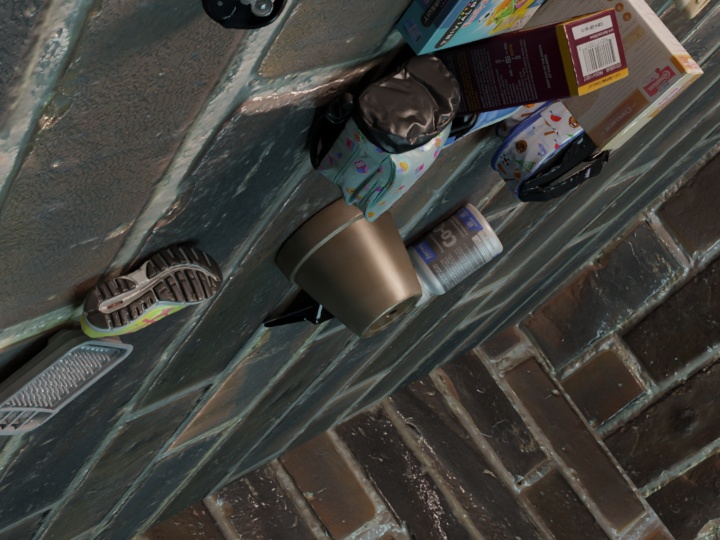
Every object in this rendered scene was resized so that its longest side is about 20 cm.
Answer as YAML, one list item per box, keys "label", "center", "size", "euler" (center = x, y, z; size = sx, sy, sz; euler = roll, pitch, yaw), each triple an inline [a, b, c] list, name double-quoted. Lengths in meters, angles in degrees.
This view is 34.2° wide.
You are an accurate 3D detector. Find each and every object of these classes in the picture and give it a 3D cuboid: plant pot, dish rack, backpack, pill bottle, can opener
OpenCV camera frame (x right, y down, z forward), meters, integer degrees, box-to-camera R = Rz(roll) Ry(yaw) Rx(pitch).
- label: "plant pot"
  center: [0.000, 0.000, 1.778]
  size: [0.200, 0.174, 0.200]
  euler: [-34, 166, -10]
- label: "dish rack"
  center: [-0.406, 0.140, 1.523]
  size: [0.200, 0.044, 0.172]
  euler: [-37, 166, 6]
- label: "backpack"
  center: [0.296, -0.206, 1.854]
  size: [0.190, 0.154, 0.200]
  euler: [-43, 162, -6]
- label: "pill bottle"
  center: [0.159, -0.026, 2.218]
  size: [0.200, 0.114, 0.114]
  euler: [-36, 167, 0]
- label: "backpack"
  center: [0.025, -0.153, 1.408]
  size: [0.167, 0.127, 0.200]
  euler: [-31, 170, -33]
- label: "can opener"
  center: [-0.053, -0.275, 0.964]
  size: [0.200, 0.079, 0.063]
  euler: [-42, 127, 14]

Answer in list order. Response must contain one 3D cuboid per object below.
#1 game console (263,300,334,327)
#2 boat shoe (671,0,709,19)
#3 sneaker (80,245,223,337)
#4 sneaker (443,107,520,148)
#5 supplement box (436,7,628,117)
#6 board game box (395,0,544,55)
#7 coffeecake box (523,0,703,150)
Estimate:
- label: "game console"
  center: [-0.056, 0.025, 2.066]
  size: [0.200, 0.116, 0.176]
  euler: [-19, 129, -53]
- label: "boat shoe"
  center: [0.575, -0.470, 1.819]
  size: [0.200, 0.065, 0.072]
  euler: [-37, 167, 5]
- label: "sneaker"
  center: [-0.265, 0.030, 1.457]
  size: [0.200, 0.078, 0.090]
  euler: [-19, 168, -35]
- label: "sneaker"
  center: [0.160, -0.233, 1.573]
  size: [0.200, 0.077, 0.111]
  euler: [-30, 177, 2]
- label: "supplement box"
  center: [0.206, -0.250, 1.419]
  size: [0.110, 0.086, 0.200]
  euler: [-25, -165, -41]
- label: "board game box"
  center: [0.153, -0.322, 1.309]
  size: [0.200, 0.047, 0.151]
  euler: [-24, 162, -42]
- label: "coffeecake box"
  center: [0.321, -0.283, 1.535]
  size: [0.153, 0.200, 0.073]
  euler: [-43, 165, 30]
